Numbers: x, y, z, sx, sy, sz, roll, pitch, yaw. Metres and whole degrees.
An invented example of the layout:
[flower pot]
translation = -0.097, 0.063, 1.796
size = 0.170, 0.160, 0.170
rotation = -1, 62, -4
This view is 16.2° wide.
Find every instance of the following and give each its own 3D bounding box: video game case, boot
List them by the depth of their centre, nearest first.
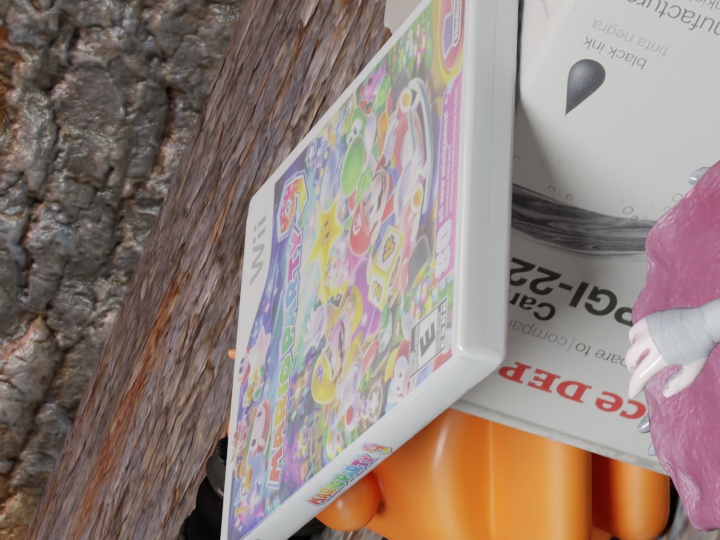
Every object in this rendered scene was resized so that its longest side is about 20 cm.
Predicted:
[video game case]
translation = 0.000, 0.000, 0.838
size = 0.200, 0.018, 0.144
rotation = 135, 143, -57
[boot]
translation = -0.083, 0.186, 1.529
size = 0.158, 0.079, 0.211
rotation = -64, 0, 0

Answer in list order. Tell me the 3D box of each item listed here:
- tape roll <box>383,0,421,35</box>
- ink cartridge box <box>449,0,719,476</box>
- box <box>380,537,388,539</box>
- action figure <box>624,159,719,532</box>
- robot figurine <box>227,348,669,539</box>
[tape roll]
translation = 0.111, -0.165, 1.031
size = 0.203, 0.139, 0.204
rotation = -161, 90, -80
[ink cartridge box]
translation = 0.102, -0.037, 0.828
size = 0.085, 0.145, 0.200
rotation = -89, 21, -52
[box]
translation = 0.013, 0.183, 1.055
size = 0.200, 0.046, 0.159
rotation = -52, 18, 25
[action figure]
translation = 0.149, 0.041, 0.682
size = 0.148, 0.134, 0.200
rotation = -28, 21, -12
[robot figurine]
translation = 0.033, 0.052, 0.984
size = 0.144, 0.117, 0.200
rotation = -51, 36, -14
